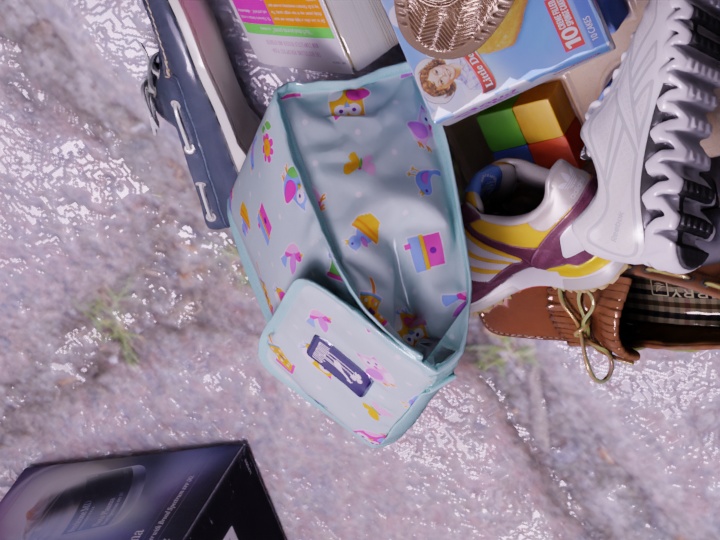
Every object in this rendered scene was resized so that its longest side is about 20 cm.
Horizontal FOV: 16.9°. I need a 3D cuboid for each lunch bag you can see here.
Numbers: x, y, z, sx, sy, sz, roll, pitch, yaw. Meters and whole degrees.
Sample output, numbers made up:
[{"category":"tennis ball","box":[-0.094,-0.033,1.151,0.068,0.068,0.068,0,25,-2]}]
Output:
[{"category":"lunch bag","box":[0.000,0.000,1.496,0.170,0.122,0.200,123,133,-64]}]

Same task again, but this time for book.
[{"category":"book","box":[-0.064,-0.220,1.496,0.134,0.048,0.200,9,130,55]}]

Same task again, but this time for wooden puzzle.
[{"category":"wooden puzzle","box":[0.127,-0.132,1.503,0.200,0.046,0.185,-15,113,28]}]

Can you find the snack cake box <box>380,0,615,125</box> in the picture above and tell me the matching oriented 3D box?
[{"category":"snack cake box","box":[0.058,-0.198,1.420,0.115,0.067,0.200,-24,89,10]}]

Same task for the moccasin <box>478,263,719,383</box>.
[{"category":"moccasin","box":[0.171,0.026,1.561,0.201,0.078,0.074,5,123,19]}]

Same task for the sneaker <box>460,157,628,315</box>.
[{"category":"sneaker","box":[0.086,-0.029,1.532,0.200,0.075,0.090,-14,128,48]}]

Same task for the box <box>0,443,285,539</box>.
[{"category":"box","box":[-0.184,0.234,1.751,0.198,0.200,0.123,-9,116,25]}]

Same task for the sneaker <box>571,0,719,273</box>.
[{"category":"sneaker","box":[0.169,-0.099,1.422,0.081,0.075,0.200,3,79,32]}]

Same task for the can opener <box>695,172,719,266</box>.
[{"category":"can opener","box":[0.217,-0.037,1.459,0.200,0.053,0.067,-15,81,61]}]

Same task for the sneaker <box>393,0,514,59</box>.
[{"category":"sneaker","box":[0.072,-0.222,1.355,0.070,0.109,0.200,16,124,4]}]

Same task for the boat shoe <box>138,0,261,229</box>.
[{"category":"boat shoe","box":[-0.110,-0.115,1.593,0.062,0.075,0.200,-15,123,16]}]
